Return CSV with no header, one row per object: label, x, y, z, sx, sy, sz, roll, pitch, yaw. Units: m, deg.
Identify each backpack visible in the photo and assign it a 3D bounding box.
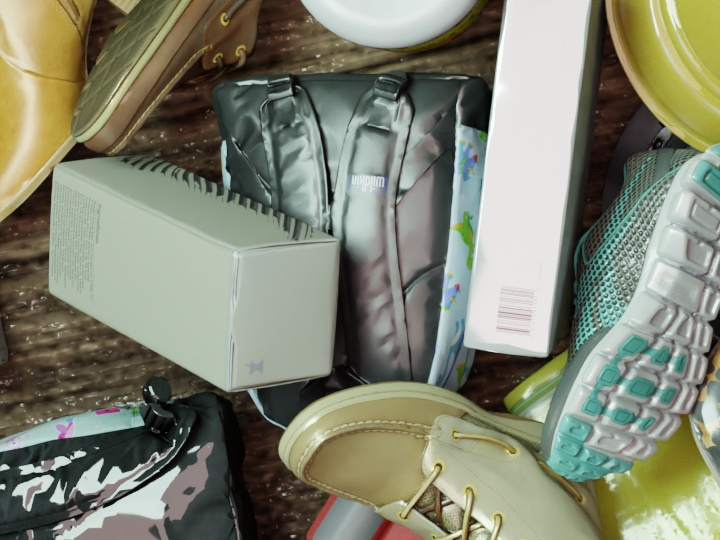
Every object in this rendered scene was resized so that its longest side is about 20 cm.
backpack,-0.160,0.159,1.571,0.200,0.127,0.167,-11,82,6
backpack,0.000,0.000,1.545,0.163,0.154,0.200,-3,75,13

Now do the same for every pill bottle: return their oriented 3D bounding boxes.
pill bottle,0.021,-0.173,1.494,0.109,0.200,0.109,0,94,5

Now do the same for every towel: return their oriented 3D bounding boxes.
towel,0.168,0.127,1.560,0.086,0.018,0.200,-36,69,6

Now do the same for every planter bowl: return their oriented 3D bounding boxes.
planter bowl,0.238,-0.156,1.483,0.200,0.083,0.201,1,87,-9

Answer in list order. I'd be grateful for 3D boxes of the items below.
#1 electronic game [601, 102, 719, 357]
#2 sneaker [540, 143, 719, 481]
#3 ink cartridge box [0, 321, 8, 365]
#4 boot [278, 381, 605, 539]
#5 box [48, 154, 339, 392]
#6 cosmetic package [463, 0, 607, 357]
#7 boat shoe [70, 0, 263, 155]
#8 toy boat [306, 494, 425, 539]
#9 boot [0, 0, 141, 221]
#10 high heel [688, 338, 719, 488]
electronic game,0.237,-0.031,1.567,0.200,0.042,0.200,1,95,12
sneaker,0.148,0.020,1.505,0.078,0.091,0.200,31,85,-33
ink cartridge box,-0.299,-0.026,1.589,0.145,0.085,0.200,-13,91,5
boot,0.061,0.143,1.462,0.200,0.156,0.073,16,126,-34
box,-0.094,-0.002,1.497,0.068,0.200,0.082,-7,110,-34
cosmetic package,0.099,-0.059,1.521,0.052,0.151,0.200,8,94,10
boat shoe,-0.087,-0.139,1.543,0.068,0.072,0.200,42,66,-18
toy boat,0.063,0.188,1.552,0.200,0.131,0.131,32,96,2
boot,-0.209,-0.135,1.567,0.144,0.071,0.201,37,84,-15
high heel,0.248,0.053,1.504,0.142,0.071,0.200,-25,75,20
